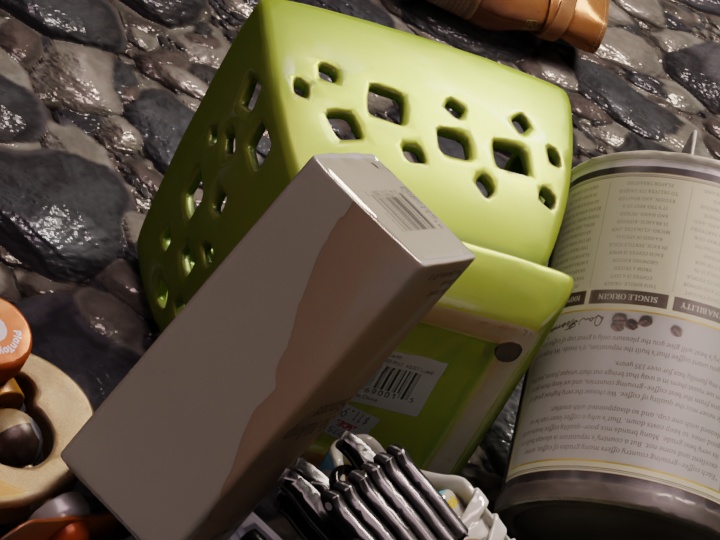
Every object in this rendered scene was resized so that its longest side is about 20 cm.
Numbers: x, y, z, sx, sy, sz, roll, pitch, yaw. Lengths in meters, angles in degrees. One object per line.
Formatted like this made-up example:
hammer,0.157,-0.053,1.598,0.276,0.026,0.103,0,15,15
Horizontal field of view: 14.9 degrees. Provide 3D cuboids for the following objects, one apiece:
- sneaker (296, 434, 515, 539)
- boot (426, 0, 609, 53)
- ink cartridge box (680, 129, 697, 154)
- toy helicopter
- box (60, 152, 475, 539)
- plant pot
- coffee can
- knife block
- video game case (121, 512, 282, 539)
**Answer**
sneaker,0.052,0.159,1.391,0.199,0.081,0.076,29,43,22
boot,0.114,-0.245,2.038,0.154,0.077,0.201,18,36,-11
ink cartridge box,0.212,0.013,1.709,0.067,0.117,0.201,21,33,-8
toy helicopter,-0.191,0.115,1.333,0.132,0.079,0.200,37,43,-1
box,-0.045,0.042,1.341,0.078,0.200,0.095,44,17,12
plant pot,0.000,0.000,1.506,0.199,0.200,0.182,16,40,-19
coffee can,0.162,0.056,1.499,0.145,0.146,0.201,18,69,-13
knife block,0.024,0.182,1.336,0.175,0.201,0.064,5,26,43
video game case,-0.055,0.201,1.335,0.200,0.023,0.181,41,35,20
